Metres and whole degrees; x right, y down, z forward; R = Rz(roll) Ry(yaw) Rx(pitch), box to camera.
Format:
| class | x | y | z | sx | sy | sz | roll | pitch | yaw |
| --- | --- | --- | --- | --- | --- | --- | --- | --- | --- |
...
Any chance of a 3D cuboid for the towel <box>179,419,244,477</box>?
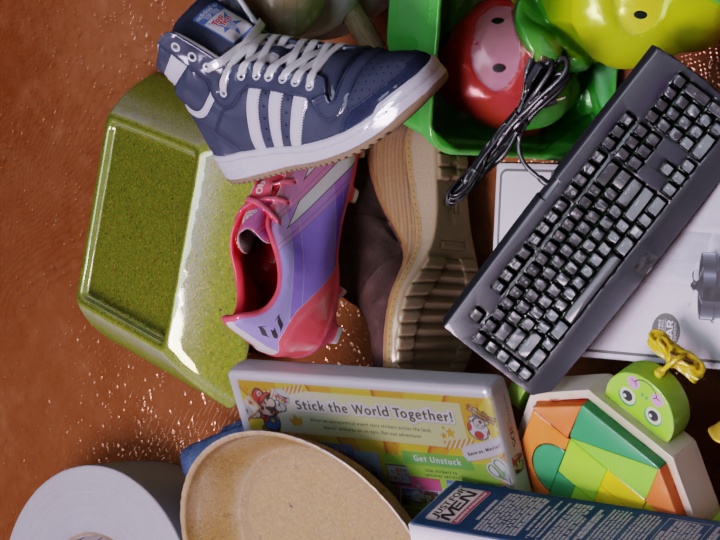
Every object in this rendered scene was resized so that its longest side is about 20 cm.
| class | x | y | z | sx | sy | sz | roll | pitch | yaw |
| --- | --- | --- | --- | --- | --- | --- | --- | --- | --- |
| towel | -0.025 | 0.141 | 1.401 | 0.200 | 0.048 | 0.112 | -18 | 86 | 38 |

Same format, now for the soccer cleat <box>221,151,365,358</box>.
| class | x | y | z | sx | sy | sz | roll | pitch | yaw |
| --- | --- | --- | --- | --- | --- | --- | --- | --- | --- |
| soccer cleat | -0.045 | -0.043 | 1.317 | 0.067 | 0.076 | 0.201 | -18 | 60 | 43 |

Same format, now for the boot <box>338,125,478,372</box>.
| class | x | y | z | sx | sy | sz | roll | pitch | yaw |
| --- | --- | --- | --- | --- | --- | --- | --- | --- | --- |
| boot | 0.000 | 0.000 | 1.367 | 0.166 | 0.072 | 0.201 | -7 | 73 | 48 |

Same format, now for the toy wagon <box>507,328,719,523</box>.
| class | x | y | z | sx | sy | sz | roll | pitch | yaw |
| --- | --- | --- | --- | --- | --- | --- | --- | --- | --- |
| toy wagon | 0.145 | 0.117 | 1.220 | 0.155 | 0.040 | 0.200 | 39 | 139 | 24 |

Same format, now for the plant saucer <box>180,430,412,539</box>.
| class | x | y | z | sx | sy | sz | roll | pitch | yaw |
| --- | --- | --- | --- | --- | --- | --- | --- | --- | --- |
| plant saucer | -0.024 | 0.181 | 1.320 | 0.200 | 0.035 | 0.201 | 19 | 124 | 29 |

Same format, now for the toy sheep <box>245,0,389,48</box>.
| class | x | y | z | sx | sy | sz | roll | pitch | yaw |
| --- | --- | --- | --- | --- | --- | --- | --- | --- | --- |
| toy sheep | -0.025 | -0.209 | 1.335 | 0.137 | 0.200 | 0.138 | 9 | 129 | 12 |

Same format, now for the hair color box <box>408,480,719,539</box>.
| class | x | y | z | sx | sy | sz | roll | pitch | yaw |
| --- | --- | --- | --- | --- | --- | --- | --- | --- | --- |
| hair color box | 0.130 | 0.186 | 1.185 | 0.200 | 0.060 | 0.100 | 6 | 115 | 33 |

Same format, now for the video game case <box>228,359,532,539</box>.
| class | x | y | z | sx | sy | sz | roll | pitch | yaw |
| --- | --- | --- | --- | --- | --- | --- | --- | --- | --- |
| video game case | 0.021 | 0.143 | 1.304 | 0.200 | 0.023 | 0.182 | 2 | 116 | 38 |

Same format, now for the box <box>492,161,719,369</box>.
| class | x | y | z | sx | sy | sz | roll | pitch | yaw |
| --- | --- | --- | --- | --- | --- | --- | --- | --- | --- |
| box | 0.172 | -0.003 | 1.230 | 0.200 | 0.060 | 0.117 | 5 | 93 | 40 |

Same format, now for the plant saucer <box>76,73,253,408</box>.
| class | x | y | z | sx | sy | sz | roll | pitch | yaw |
| --- | --- | --- | --- | --- | --- | --- | --- | --- | --- |
| plant saucer | -0.135 | -0.027 | 1.463 | 0.200 | 0.048 | 0.200 | 23 | 105 | 54 |

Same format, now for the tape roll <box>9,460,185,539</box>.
| class | x | y | z | sx | sy | sz | roll | pitch | yaw |
| --- | --- | --- | --- | --- | --- | --- | --- | --- | --- |
| tape roll | -0.166 | 0.236 | 1.510 | 0.200 | 0.066 | 0.201 | 1 | 91 | 40 |

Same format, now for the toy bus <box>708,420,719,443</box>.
| class | x | y | z | sx | sy | sz | roll | pitch | yaw |
| --- | --- | --- | --- | --- | --- | --- | --- | --- | --- |
| toy bus | 0.309 | 0.112 | 1.084 | 0.192 | 0.136 | 0.200 | -40 | 67 | 15 |

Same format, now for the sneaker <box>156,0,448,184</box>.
| class | x | y | z | sx | sy | sz | roll | pitch | yaw |
| --- | --- | --- | --- | --- | --- | --- | --- | --- | --- |
| sneaker | -0.043 | -0.118 | 1.220 | 0.200 | 0.070 | 0.109 | -13 | 115 | 51 |

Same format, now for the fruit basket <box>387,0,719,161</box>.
| class | x | y | z | sx | sy | sz | roll | pitch | yaw |
| --- | --- | --- | --- | --- | --- | --- | --- | --- | --- |
| fruit basket | 0.116 | -0.164 | 1.235 | 0.215 | 0.155 | 0.216 | -5 | 84 | 58 |

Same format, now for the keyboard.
| class | x | y | z | sx | sy | sz | roll | pitch | yaw |
| --- | --- | --- | --- | --- | --- | --- | --- | --- | --- |
| keyboard | 0.113 | -0.041 | 1.186 | 0.127 | 0.021 | 0.200 | 39 | 103 | 9 |
